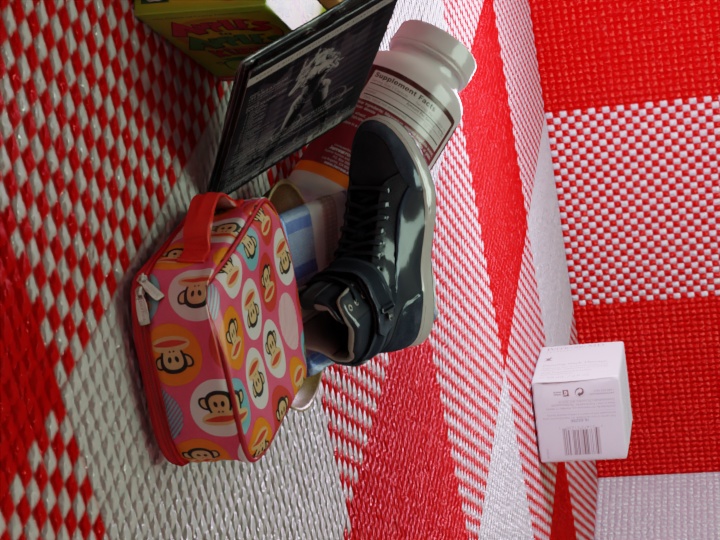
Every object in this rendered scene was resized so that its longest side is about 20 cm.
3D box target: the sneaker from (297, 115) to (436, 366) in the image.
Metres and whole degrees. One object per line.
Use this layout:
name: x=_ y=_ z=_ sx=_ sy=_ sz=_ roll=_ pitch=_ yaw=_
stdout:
sneaker: x=-0.003 y=-0.021 z=1.363 sx=0.146 sy=0.077 sz=0.204 roll=-17 pitch=103 yaw=-51

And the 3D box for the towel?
towel: x=0.000 y=0.000 z=1.442 sx=0.200 sy=0.024 sz=0.148 roll=-21 pitch=107 yaw=-49

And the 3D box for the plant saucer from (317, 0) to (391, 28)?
plant saucer: x=-0.053 y=-0.273 z=1.425 sx=0.200 sy=0.037 sz=0.200 roll=43 pitch=19 yaw=-18

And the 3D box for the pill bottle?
pill bottle: x=0.025 y=-0.132 z=1.558 sx=0.201 sy=0.113 sz=0.113 roll=-58 pitch=155 yaw=-15

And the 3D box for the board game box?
board game box: x=-0.092 y=-0.196 z=1.277 sx=0.200 sy=0.101 sz=0.048 roll=28 pitch=62 yaw=-74

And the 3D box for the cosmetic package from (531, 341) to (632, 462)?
cosmetic package: x=0.422 y=0.249 z=3.126 sx=0.200 sy=0.166 sz=0.167 roll=-55 pitch=138 yaw=-70

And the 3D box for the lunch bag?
lunch bag: x=-0.101 y=0.031 z=1.207 sx=0.200 sy=0.081 sz=0.177 roll=-61 pitch=144 yaw=-65

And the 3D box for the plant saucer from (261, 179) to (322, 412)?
plant saucer: x=-0.072 y=0.023 z=1.426 sx=0.200 sy=0.035 sz=0.201 roll=-4 pitch=90 yaw=-76

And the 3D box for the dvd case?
dvd case: x=-0.046 y=-0.137 z=1.260 sx=0.016 sy=0.148 sz=0.200 roll=50 pitch=-25 yaw=12
